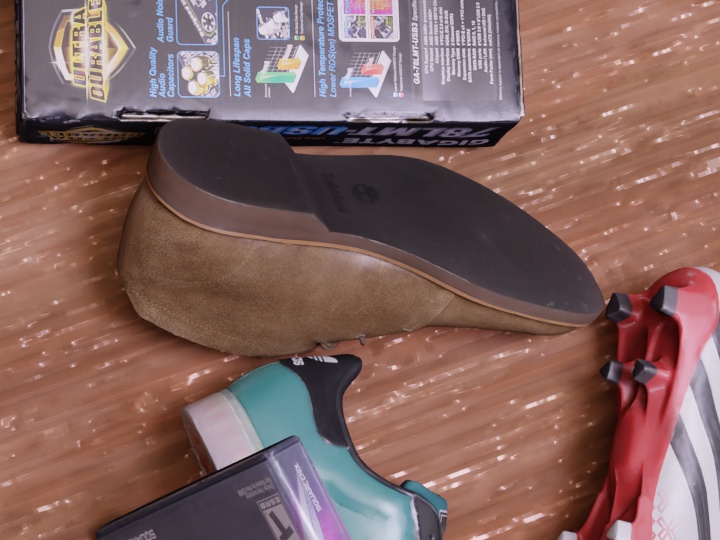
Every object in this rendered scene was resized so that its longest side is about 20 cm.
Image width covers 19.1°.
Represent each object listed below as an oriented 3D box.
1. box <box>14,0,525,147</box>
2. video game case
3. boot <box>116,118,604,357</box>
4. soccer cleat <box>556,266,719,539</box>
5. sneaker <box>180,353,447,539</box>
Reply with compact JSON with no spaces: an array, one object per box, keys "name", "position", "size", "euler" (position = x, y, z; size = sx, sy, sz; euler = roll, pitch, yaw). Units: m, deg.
[{"name":"box","position":[-0.039,-0.150,0.856],"size":[0.198,0.050,0.201],"euler":[-1,81,-11]},{"name":"video game case","position":[-0.016,0.166,0.770],"size":[0.019,0.143,0.200],"euler":[-26,88,-36]},{"name":"boot","position":[0.000,0.000,0.844],"size":[0.199,0.074,0.076],"euler":[13,123,-23]},{"name":"soccer cleat","position":[0.125,0.099,0.849],"size":[0.085,0.069,0.201],"euler":[17,81,-24]},{"name":"sneaker","position":[0.009,0.125,0.816],"size":[0.080,0.071,0.200],"euler":[-26,88,-12]}]
